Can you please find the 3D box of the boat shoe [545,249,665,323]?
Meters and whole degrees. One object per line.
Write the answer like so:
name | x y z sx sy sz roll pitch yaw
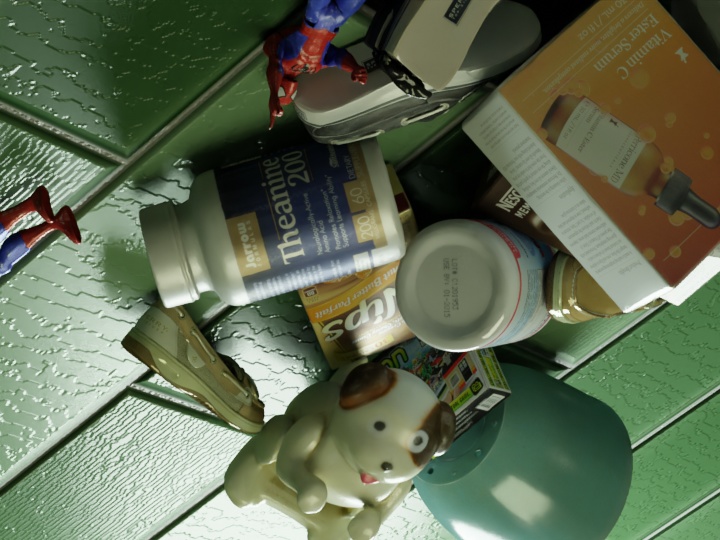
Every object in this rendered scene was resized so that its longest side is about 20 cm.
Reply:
boat shoe | 0.224 0.010 1.803 0.076 0.072 0.200 10 -170 26

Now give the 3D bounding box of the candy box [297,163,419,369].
candy box | 0.000 0.000 1.800 0.115 0.056 0.200 -21 147 -1

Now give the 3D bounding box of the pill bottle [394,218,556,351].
pill bottle | 0.110 0.010 1.773 0.108 0.109 0.200 -34 170 18

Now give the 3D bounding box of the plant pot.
plant pot | 0.140 0.182 2.028 0.200 0.201 0.161 -37 131 22

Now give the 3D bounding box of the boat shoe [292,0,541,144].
boat shoe | 0.047 -0.148 1.603 0.199 0.072 0.068 -21 145 3

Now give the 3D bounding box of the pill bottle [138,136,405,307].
pill bottle | -0.071 -0.037 1.650 0.198 0.112 0.111 -16 147 -1

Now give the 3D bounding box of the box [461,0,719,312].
box | 0.206 -0.097 1.592 0.152 0.200 0.106 -43 180 -17

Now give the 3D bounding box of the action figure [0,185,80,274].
action figure | -0.310 0.026 1.609 0.199 0.099 0.065 -28 146 13

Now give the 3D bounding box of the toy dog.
toy dog | 0.002 0.156 1.868 0.139 0.194 0.200 41 148 -12

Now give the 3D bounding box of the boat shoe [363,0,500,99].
boat shoe | 0.072 -0.224 1.521 0.075 0.093 0.200 37 91 -24

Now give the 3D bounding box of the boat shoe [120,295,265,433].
boat shoe | -0.135 0.085 1.838 0.063 0.073 0.201 -55 139 -5

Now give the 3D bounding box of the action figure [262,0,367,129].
action figure | -0.019 -0.175 1.503 0.065 0.100 0.200 9 139 -24

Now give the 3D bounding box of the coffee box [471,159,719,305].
coffee box | 0.207 -0.062 1.705 0.199 0.080 0.113 25 153 -7

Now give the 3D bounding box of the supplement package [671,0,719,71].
supplement package | 0.331 -0.166 1.696 0.119 0.122 0.200 -20 148 -4

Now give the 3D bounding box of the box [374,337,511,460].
box | 0.047 0.127 1.960 0.035 0.111 0.200 16 131 -44
